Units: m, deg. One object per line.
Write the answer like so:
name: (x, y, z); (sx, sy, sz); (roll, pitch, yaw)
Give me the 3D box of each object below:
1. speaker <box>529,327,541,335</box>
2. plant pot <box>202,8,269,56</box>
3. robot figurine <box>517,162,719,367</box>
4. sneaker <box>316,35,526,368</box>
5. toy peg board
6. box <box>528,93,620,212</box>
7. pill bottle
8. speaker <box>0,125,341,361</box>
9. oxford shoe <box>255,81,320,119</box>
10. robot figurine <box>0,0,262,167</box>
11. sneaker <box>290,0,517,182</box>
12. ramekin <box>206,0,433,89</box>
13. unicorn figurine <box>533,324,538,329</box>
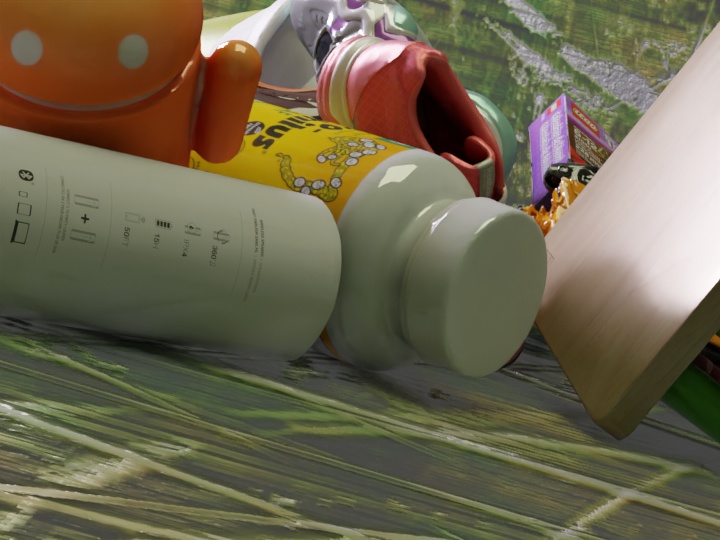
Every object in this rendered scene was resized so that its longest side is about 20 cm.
speaker: (0.115, 0.003, 1.356); (0.088, 0.089, 0.200); (18, 6, 30)
plant pot: (-0.130, -0.132, 1.715); (0.198, 0.189, 0.187); (0, 6, 0)
robot figurine: (0.180, 0.013, 1.240); (0.199, 0.058, 0.145); (24, 46, -3)
sneaker: (0.045, -0.032, 1.087); (0.074, 0.201, 0.087); (-35, 18, -30)
toy peg board: (0.197, -0.009, 1.082); (0.098, 0.200, 0.199); (35, 11, -19)
box: (0.196, -0.019, 1.377); (0.200, 0.039, 0.137); (41, 21, -16)
pill bottle: (-0.010, -0.015, 1.028); (0.199, 0.114, 0.112); (20, 7, 37)
speaker: (-0.107, -0.012, 0.896); (0.199, 0.082, 0.081); (11, 7, -36)
oxford shoe: (-0.033, -0.068, 1.152); (0.199, 0.072, 0.073); (9, 24, 6)
robot figurine: (-0.134, -0.088, 0.950); (0.144, 0.201, 0.117); (36, 54, 19)
sneaker: (-0.009, -0.106, 1.302); (0.140, 0.078, 0.200); (-27, 57, -37)
ramekin: (-0.034, -0.101, 1.450); (0.202, 0.204, 0.094); (10, -9, -42)
unicorn figurine: (0.000, 0.000, 1.206); (0.199, 0.074, 0.137); (31, 2, -10)
